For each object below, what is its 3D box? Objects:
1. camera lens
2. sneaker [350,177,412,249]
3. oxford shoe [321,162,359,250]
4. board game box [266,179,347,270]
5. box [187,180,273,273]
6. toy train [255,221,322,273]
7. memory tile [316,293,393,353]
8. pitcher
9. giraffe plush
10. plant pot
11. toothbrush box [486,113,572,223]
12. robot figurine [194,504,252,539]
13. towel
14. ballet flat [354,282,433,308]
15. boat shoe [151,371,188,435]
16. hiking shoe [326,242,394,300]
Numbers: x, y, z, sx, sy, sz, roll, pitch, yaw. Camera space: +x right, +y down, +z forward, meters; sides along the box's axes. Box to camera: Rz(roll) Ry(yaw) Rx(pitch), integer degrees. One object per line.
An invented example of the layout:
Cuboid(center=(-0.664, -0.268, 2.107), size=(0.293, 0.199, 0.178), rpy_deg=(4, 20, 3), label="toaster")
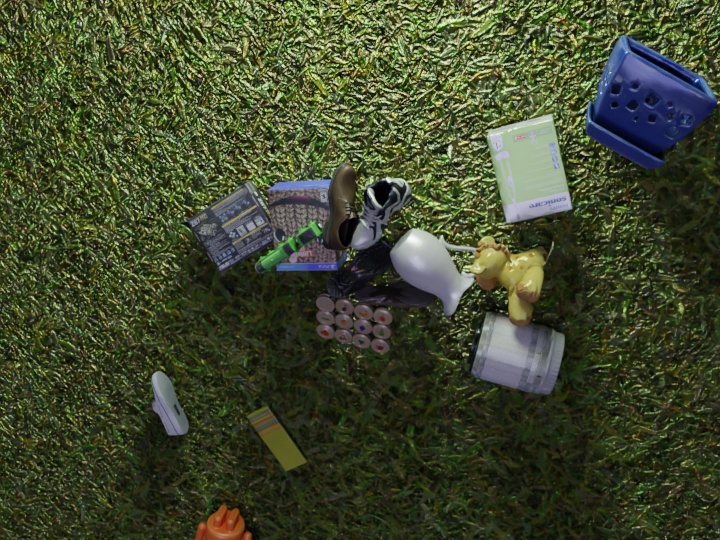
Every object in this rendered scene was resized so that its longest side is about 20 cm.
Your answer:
Cuboid(center=(0.359, 0.192, 1.693), size=(0.198, 0.160, 0.161), rpy_deg=(15, 112, 9), label="camera lens")
Cuboid(center=(0.025, -0.136, 1.657), size=(0.199, 0.129, 0.080), rpy_deg=(-42, 67, 14), label="sneaker")
Cuboid(center=(-0.029, -0.143, 1.645), size=(0.084, 0.072, 0.202), rpy_deg=(12, 98, 51), label="oxford shoe")
Cuboid(center=(-0.127, -0.109, 1.745), size=(0.158, 0.097, 0.202), rpy_deg=(-1, 109, 15), label="board game box")
Cuboid(center=(-0.315, -0.107, 1.822), size=(0.199, 0.049, 0.162), rpy_deg=(-29, 102, 22), label="box")
Cuboid(center=(-0.170, -0.050, 1.694), size=(0.199, 0.056, 0.042), rpy_deg=(-33, 98, 22), label="toy train")
Cuboid(center=(-0.017, 0.135, 1.824), size=(0.198, 0.017, 0.154), rpy_deg=(14, 130, 10), label="memory tile")
Cuboid(center=(0.184, -0.021, 1.697), size=(0.200, 0.121, 0.172), rpy_deg=(42, 87, -8), label="pitcher")
Cuboid(center=(0.327, 0.005, 1.635), size=(0.161, 0.173, 0.202), rpy_deg=(17, 105, 9), label="giraffe plush")
Cuboid(center=(0.559, -0.328, 1.440), size=(0.199, 0.200, 0.181), rpy_deg=(29, 121, 3), label="plant pot")
Cuboid(center=(0.369, -0.221, 1.582), size=(0.145, 0.086, 0.201), rpy_deg=(-13, 105, 18), label="toothbrush box")
Cuboid(center=(-0.401, 0.792, 2.131), size=(0.143, 0.117, 0.201), rpy_deg=(-2, 116, -31), label="robot figurine")
Cuboid(center=(-0.233, 0.469, 2.027), size=(0.086, 0.018, 0.201), rpy_deg=(-28, 101, 27), label="towel")
Cuboid(center=(0.083, 0.067, 1.781), size=(0.198, 0.068, 0.047), rpy_deg=(0, 142, 15), label="ballet flat")
Cuboid(center=(-0.555, 0.382, 2.047), size=(0.065, 0.074, 0.201), rpy_deg=(-15, 104, 15), label="boat shoe")
Cuboid(center=(0.000, 0.000, 1.757), size=(0.199, 0.101, 0.076), rpy_deg=(-32, 84, -10), label="hiking shoe")
